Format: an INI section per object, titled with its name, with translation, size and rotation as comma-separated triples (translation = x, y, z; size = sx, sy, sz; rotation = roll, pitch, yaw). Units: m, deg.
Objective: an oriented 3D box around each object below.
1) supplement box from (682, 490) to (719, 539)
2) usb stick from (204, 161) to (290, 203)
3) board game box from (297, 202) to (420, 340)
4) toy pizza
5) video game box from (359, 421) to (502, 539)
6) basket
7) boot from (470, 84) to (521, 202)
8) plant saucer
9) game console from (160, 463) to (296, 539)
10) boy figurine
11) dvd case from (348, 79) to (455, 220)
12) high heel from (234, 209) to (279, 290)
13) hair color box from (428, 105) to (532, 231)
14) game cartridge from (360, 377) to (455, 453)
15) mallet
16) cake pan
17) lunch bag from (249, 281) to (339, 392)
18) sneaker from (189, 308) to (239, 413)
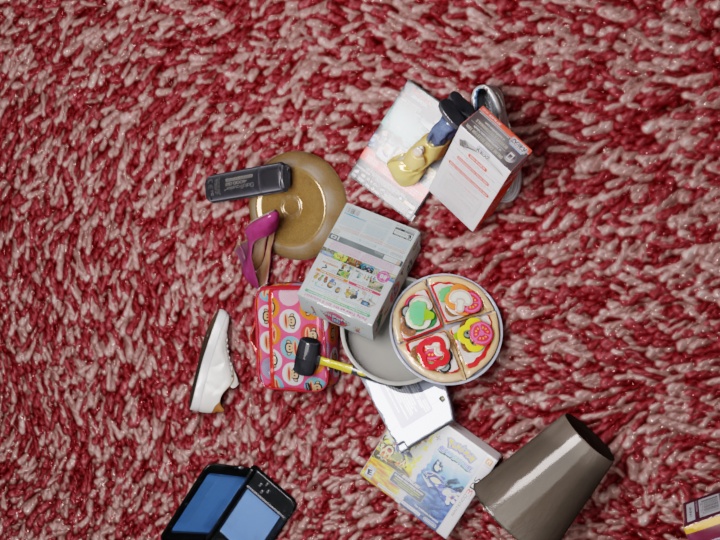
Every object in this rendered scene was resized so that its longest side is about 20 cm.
[supplement box]
translation = 0.601, 0.473, 1.511
size = 0.085, 0.110, 0.202
rotation = -25, 88, 20
[usb stick]
translation = -0.209, -0.161, 1.727
size = 0.198, 0.032, 0.056
rotation = -5, 87, 36
[board game box]
translation = 0.000, 0.000, 1.633
size = 0.146, 0.065, 0.201
rotation = 22, 65, 15
[toy pizza]
translation = 0.148, 0.097, 1.613
size = 0.197, 0.032, 0.203
rotation = 1, 69, -1
[video game box]
translation = 0.126, 0.352, 1.699
size = 0.199, 0.047, 0.184
rotation = 34, 103, 12
[basket]
translation = 0.323, 0.354, 1.590
size = 0.180, 0.136, 0.200
rotation = 39, 103, -7
[boot]
translation = 0.220, -0.212, 1.571
size = 0.073, 0.095, 0.203
rotation = -12, 93, 19
[plant saucer]
translation = -0.123, -0.118, 1.730
size = 0.197, 0.035, 0.203
rotation = 2, 97, 18
[game console]
translation = -0.252, 0.483, 1.804
size = 0.175, 0.116, 0.201
rotation = 38, 107, 11
[boy figurine]
translation = 0.115, -0.215, 1.579
size = 0.065, 0.124, 0.200
rotation = 47, 140, 0
[dvd case]
translation = 0.088, -0.211, 1.655
size = 0.145, 0.022, 0.201
rotation = 36, 107, 11
[high heel]
translation = -0.170, -0.037, 1.701
size = 0.097, 0.067, 0.200
rotation = 59, 153, 8
[hair color box]
translation = 0.193, -0.163, 1.540
size = 0.111, 0.200, 0.064
rotation = 44, 65, 10
[game cartridge]
translation = 0.081, 0.203, 1.667
size = 0.132, 0.042, 0.202
rotation = -30, 70, 3
[mallet]
translation = -0.025, 0.182, 1.657
size = 0.198, 0.041, 0.067
rotation = 23, 104, 5
[cake pan]
translation = 0.062, 0.108, 1.644
size = 0.197, 0.037, 0.203
rotation = 1, 67, -3
[lunch bag]
translation = -0.128, 0.121, 1.741
size = 0.174, 0.082, 0.203
rotation = 1, 97, 23
[sneaker]
translation = -0.269, 0.177, 1.809
size = 0.084, 0.073, 0.203
rotation = 13, 96, -15
